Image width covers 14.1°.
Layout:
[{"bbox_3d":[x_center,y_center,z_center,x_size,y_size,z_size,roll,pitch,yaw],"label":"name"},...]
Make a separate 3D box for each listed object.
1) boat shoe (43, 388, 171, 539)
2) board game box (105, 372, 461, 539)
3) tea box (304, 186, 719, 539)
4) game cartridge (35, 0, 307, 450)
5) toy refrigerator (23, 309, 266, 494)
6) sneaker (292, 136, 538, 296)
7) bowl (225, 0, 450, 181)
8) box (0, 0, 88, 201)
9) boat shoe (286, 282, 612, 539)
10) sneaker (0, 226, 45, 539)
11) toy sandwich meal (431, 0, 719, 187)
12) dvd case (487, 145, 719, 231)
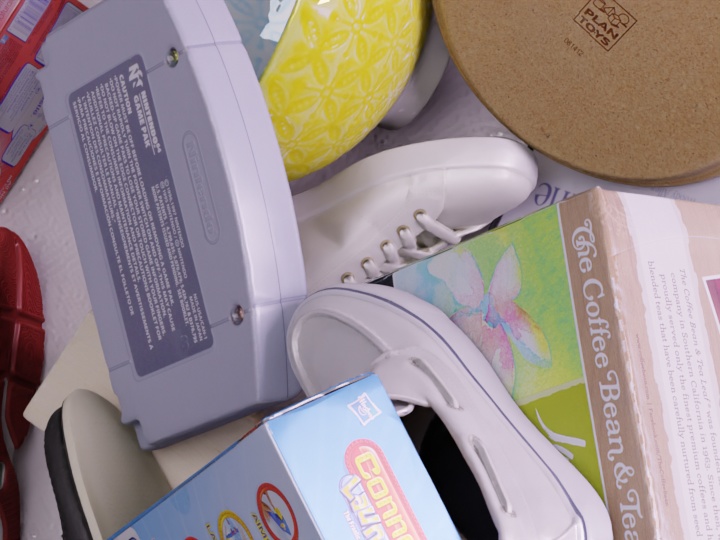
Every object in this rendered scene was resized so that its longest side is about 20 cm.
[{"bbox_3d":[-0.108,0.150,1.315,0.063,0.074,0.202,-33,65,26],"label":"boat shoe"},{"bbox_3d":[-0.010,0.166,1.179,0.056,0.196,0.200,-23,82,-30],"label":"board game box"},{"bbox_3d":[0.092,0.090,1.253,0.196,0.133,0.201,-24,69,42],"label":"tea box"},{"bbox_3d":[-0.083,-0.028,1.313,0.133,0.041,0.201,-23,79,55],"label":"game cartridge"},{"bbox_3d":[-0.059,0.104,1.387,0.200,0.076,0.070,33,90,20],"label":"toy refrigerator"},{"bbox_3d":[0.000,0.000,1.390,0.200,0.073,0.085,-20,64,25],"label":"sneaker"},{"bbox_3d":[-0.018,-0.121,1.391,0.107,0.200,0.201,20,84,-23],"label":"bowl"},{"bbox_3d":[-0.229,-0.075,1.463,0.095,0.103,0.200,33,91,21],"label":"box"},{"bbox_3d":[0.021,0.064,1.185,0.200,0.065,0.074,38,113,43],"label":"boat shoe"},{"bbox_3d":[-0.227,0.075,1.445,0.115,0.078,0.201,3,78,16],"label":"sneaker"},{"bbox_3d":[0.121,-0.134,1.310,0.205,0.070,0.206,15,128,20],"label":"toy sandwich meal"},{"bbox_3d":[0.153,-0.079,1.364,0.142,0.018,0.200,22,85,40],"label":"dvd case"}]
